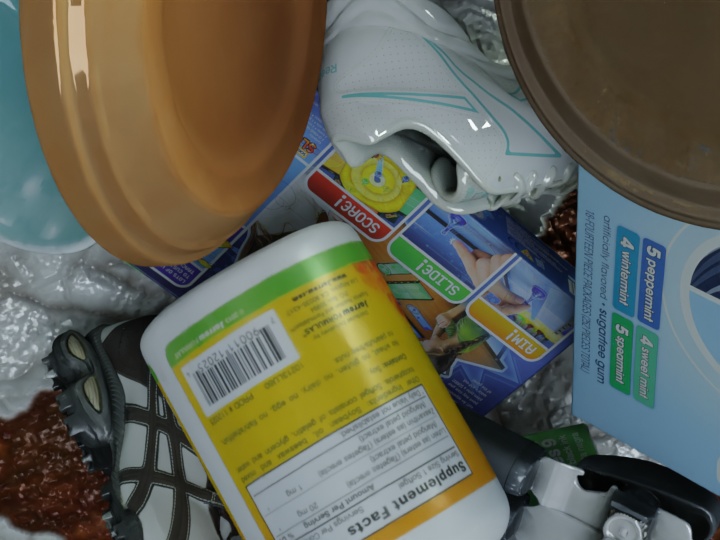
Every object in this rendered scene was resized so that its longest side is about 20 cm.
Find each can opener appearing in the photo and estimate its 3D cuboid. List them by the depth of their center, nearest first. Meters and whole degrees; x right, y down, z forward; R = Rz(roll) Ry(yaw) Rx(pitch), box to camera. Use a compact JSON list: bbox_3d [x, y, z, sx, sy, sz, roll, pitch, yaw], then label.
[{"bbox_3d":[0.070,0.098,0.757,0.199,0.066,0.053,23,117,15],"label":"can opener"}]

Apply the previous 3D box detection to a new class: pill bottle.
[{"bbox_3d":[-0.004,0.090,0.694,0.111,0.111,0.201,-30,83,5],"label":"pill bottle"}]

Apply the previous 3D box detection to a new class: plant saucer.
[{"bbox_3d":[0.140,-0.113,0.554,0.198,0.029,0.202,1,94,17],"label":"plant saucer"},{"bbox_3d":[-0.058,-0.100,0.594,0.037,0.200,0.202,5,116,21],"label":"plant saucer"}]

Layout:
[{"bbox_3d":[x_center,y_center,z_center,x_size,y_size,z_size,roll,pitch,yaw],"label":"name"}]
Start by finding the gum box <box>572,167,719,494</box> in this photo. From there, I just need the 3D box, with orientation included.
[{"bbox_3d":[0.182,0.037,0.661,0.045,0.199,0.171,-40,143,-32],"label":"gum box"}]

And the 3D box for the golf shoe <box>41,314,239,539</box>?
[{"bbox_3d":[-0.078,0.100,0.746,0.094,0.201,0.078,-22,153,-10],"label":"golf shoe"}]

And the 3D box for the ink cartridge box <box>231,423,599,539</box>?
[{"bbox_3d":[0.034,0.173,0.826,0.198,0.084,0.147,-10,130,-5],"label":"ink cartridge box"}]

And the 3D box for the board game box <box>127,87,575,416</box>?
[{"bbox_3d":[0.000,0.000,0.775,0.200,0.035,0.135,38,117,-21],"label":"board game box"}]

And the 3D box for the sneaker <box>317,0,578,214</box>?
[{"bbox_3d":[0.066,-0.057,0.722,0.199,0.081,0.070,16,150,-21],"label":"sneaker"}]

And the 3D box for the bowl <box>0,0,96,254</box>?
[{"bbox_3d":[-0.145,-0.117,0.654,0.105,0.200,0.202,-50,120,-35],"label":"bowl"}]
